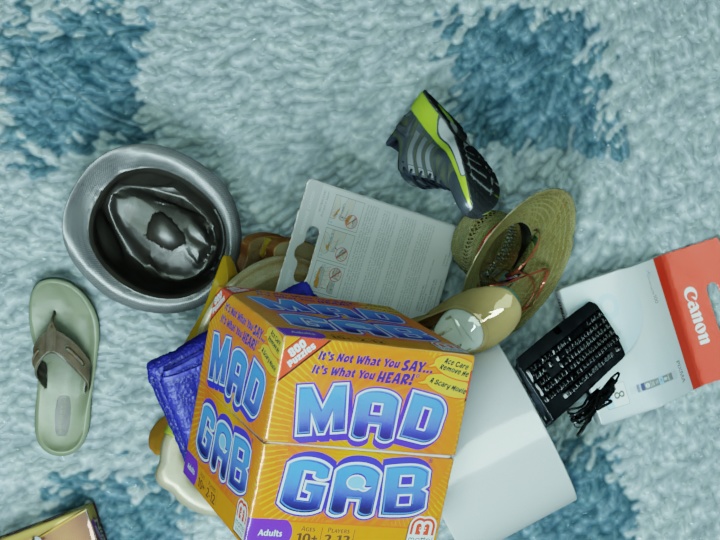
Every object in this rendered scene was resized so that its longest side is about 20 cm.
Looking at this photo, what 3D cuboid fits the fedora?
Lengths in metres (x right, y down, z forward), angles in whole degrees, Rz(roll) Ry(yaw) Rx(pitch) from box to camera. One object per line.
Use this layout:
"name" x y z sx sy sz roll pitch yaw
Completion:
"fedora" -0.228 -0.048 1.633 0.199 0.090 0.178 26 93 -11

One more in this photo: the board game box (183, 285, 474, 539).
"board game box" -0.037 0.144 1.436 0.198 0.200 0.202 7 100 -25

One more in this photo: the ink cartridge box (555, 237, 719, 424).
"ink cartridge box" 0.337 0.068 1.661 0.198 0.047 0.162 -18 90 2

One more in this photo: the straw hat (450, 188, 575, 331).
"straw hat" 0.146 -0.023 1.619 0.085 0.201 0.202 37 90 33

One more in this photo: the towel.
"towel" -0.109 0.118 1.534 0.199 0.049 0.149 -27 103 -17

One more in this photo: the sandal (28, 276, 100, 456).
"sandal" -0.334 0.108 1.651 0.079 0.057 0.203 -3 91 -1

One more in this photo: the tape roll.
"tape roll" 0.128 0.188 1.585 0.138 0.203 0.204 -28 91 0

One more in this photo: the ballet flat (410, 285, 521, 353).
"ballet flat" 0.084 0.072 1.539 0.199 0.063 0.069 -25 102 44

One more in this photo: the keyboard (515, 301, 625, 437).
"keyboard" 0.239 0.101 1.552 0.039 0.200 0.105 -28 92 38

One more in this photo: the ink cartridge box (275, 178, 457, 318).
"ink cartridge box" 0.000 0.000 1.621 0.198 0.050 0.162 17 91 -24

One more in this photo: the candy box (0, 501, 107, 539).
"candy box" -0.376 0.351 1.656 0.198 0.056 0.118 -21 90 -1

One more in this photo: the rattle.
"rattle" -0.131 0.221 1.620 0.198 0.143 0.131 15 61 -15

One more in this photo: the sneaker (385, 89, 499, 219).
"sneaker" 0.088 -0.112 1.608 0.081 0.201 0.074 -45 127 16

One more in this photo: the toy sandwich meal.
"toy sandwich meal" -0.113 0.053 1.623 0.070 0.205 0.206 35 90 42
